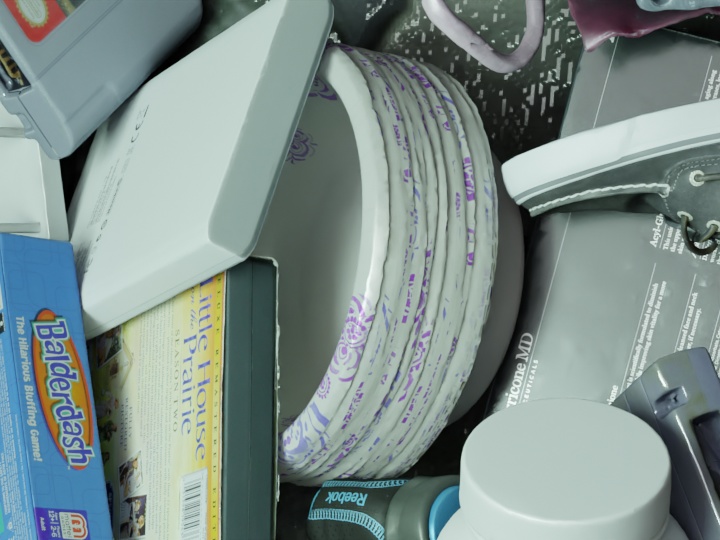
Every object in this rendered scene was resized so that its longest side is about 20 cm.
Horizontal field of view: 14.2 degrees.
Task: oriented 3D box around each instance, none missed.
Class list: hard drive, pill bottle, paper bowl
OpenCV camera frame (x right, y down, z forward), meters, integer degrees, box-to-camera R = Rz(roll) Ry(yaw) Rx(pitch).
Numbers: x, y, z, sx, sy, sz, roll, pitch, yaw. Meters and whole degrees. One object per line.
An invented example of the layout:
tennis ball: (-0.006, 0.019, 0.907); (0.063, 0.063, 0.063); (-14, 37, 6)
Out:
hard drive: (-0.086, -0.043, 1.334); (0.027, 0.200, 0.133); (27, 65, -21)
pill bottle: (0.083, 0.159, 1.201); (0.111, 0.112, 0.201); (9, 124, 15)
paper bowl: (0.000, 0.000, 1.331); (0.104, 0.200, 0.202); (8, 89, -29)

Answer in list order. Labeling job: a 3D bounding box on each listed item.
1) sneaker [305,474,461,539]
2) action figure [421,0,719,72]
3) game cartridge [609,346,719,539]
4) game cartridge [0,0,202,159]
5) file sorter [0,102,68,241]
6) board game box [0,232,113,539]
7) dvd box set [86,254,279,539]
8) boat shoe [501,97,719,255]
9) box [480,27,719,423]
sneaker: (0.047, 0.155, 1.318); (0.082, 0.200, 0.073); (5, 51, 36)
action figure: (0.110, -0.179, 1.325); (0.149, 0.134, 0.201); (-34, 36, 21)
game cartridge: (0.151, 0.144, 1.220); (0.038, 0.130, 0.201); (-16, 76, -15)
game cartridge: (-0.159, -0.170, 1.376); (0.041, 0.133, 0.201); (-15, 116, 42)
file sorter: (-0.242, -0.099, 1.397); (0.138, 0.124, 0.201); (-12, 83, 43)
board game box: (-0.196, 0.092, 1.371); (0.200, 0.045, 0.153); (-32, 60, 44)
dvd box set: (-0.095, 0.083, 1.341); (0.029, 0.200, 0.147); (7, 74, -28)
boat shoe: (0.163, -0.040, 1.260); (0.199, 0.070, 0.067); (-11, 86, 3)
box: (0.151, -0.003, 1.333); (0.140, 0.079, 0.201); (16, 92, 12)
